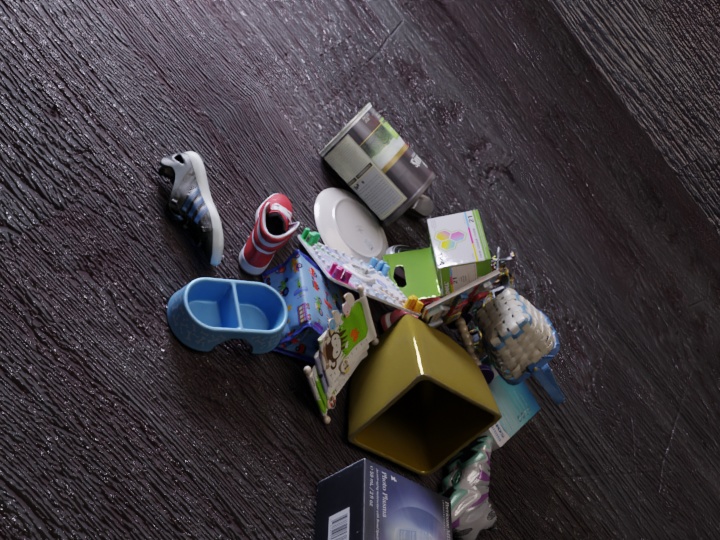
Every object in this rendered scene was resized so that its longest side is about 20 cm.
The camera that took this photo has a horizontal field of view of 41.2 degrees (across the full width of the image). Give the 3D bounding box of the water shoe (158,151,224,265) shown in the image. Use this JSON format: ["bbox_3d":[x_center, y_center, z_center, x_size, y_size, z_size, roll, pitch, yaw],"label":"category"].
[{"bbox_3d":[-0.280,-0.096,1.568,0.078,0.072,0.203,-11,70,-22],"label":"water shoe"}]

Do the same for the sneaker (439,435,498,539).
[{"bbox_3d":[0.210,0.407,1.717,0.140,0.077,0.201,50,53,-14],"label":"sneaker"}]

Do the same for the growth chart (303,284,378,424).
[{"bbox_3d":[-0.031,0.134,1.596,0.201,0.017,0.146,-54,139,-32],"label":"growth chart"}]

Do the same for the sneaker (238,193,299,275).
[{"bbox_3d":[-0.143,-0.091,1.659,0.071,0.113,0.202,29,41,-11],"label":"sneaker"}]

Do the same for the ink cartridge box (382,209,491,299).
[{"bbox_3d":[0.141,-0.025,1.818,0.149,0.196,0.077,-98,178,-48],"label":"ink cartridge box"}]

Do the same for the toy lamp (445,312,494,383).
[{"bbox_3d":[0.201,0.132,1.832,0.058,0.058,0.202,27,31,-33],"label":"toy lamp"}]

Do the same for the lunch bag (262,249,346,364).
[{"bbox_3d":[-0.066,0.081,1.655,0.199,0.093,0.153,30,40,-45],"label":"lunch bag"}]

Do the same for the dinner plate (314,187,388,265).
[{"bbox_3d":[-0.010,-0.080,1.887,0.199,0.024,0.203,29,45,-33],"label":"dinner plate"}]

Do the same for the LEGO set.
[{"bbox_3d":[0.255,0.058,1.976,0.116,0.152,0.203,42,42,-45],"label":"LEGO set"}]

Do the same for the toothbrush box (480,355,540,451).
[{"bbox_3d":[0.246,0.258,1.866,0.148,0.085,0.199,58,35,4],"label":"toothbrush box"}]

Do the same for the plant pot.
[{"bbox_3d":[0.097,0.195,1.664,0.193,0.195,0.202,30,32,-31],"label":"plant pot"}]

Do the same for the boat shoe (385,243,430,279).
[{"bbox_3d":[0.135,-0.016,1.960,0.198,0.068,0.075,22,50,-41],"label":"boat shoe"}]

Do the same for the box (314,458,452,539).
[{"bbox_3d":[0.039,0.427,1.468,0.197,0.123,0.203,31,43,-32],"label":"box"}]

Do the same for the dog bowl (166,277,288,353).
[{"bbox_3d":[-0.201,0.067,1.496,0.197,0.050,0.113,6,56,-32],"label":"dog bowl"}]

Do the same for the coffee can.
[{"bbox_3d":[0.034,-0.212,1.925,0.200,0.146,0.147,46,37,-7],"label":"coffee can"}]

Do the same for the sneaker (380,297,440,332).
[{"bbox_3d":[0.125,0.086,1.859,0.199,0.086,0.075,-19,78,-54],"label":"sneaker"}]

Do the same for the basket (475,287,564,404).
[{"bbox_3d":[0.314,0.146,1.840,0.200,0.139,0.177,44,14,-23],"label":"basket"}]

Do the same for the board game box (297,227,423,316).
[{"bbox_3d":[0.000,0.000,1.727,0.198,0.026,0.200,23,14,-29],"label":"board game box"}]

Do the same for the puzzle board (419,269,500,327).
[{"bbox_3d":[0.173,0.066,1.740,0.149,0.200,0.018,-27,75,-10],"label":"puzzle board"}]

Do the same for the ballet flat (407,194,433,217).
[{"bbox_3d":[0.071,-0.176,2.043,0.198,0.046,0.068,33,72,-20],"label":"ballet flat"}]
